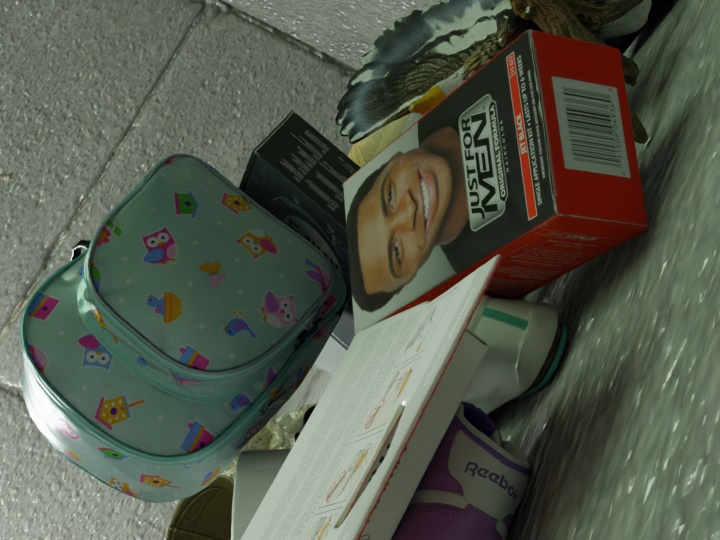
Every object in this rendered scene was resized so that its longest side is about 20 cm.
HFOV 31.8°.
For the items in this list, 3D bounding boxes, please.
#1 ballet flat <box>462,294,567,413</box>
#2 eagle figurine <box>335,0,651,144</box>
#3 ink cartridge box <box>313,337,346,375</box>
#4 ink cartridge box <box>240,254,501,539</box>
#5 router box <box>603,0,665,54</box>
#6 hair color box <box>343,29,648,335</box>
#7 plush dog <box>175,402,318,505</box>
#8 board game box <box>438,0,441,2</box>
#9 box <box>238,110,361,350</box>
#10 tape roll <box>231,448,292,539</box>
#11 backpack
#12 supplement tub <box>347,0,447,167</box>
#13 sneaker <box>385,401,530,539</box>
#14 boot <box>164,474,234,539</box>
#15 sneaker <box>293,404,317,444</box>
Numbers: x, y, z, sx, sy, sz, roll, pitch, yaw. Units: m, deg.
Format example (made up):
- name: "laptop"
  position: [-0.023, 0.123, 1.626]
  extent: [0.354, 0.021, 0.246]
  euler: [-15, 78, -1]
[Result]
- name: "ballet flat"
  position: [0.055, 0.061, 0.736]
  extent: [0.070, 0.069, 0.200]
  euler: [-66, 3, -27]
- name: "eagle figurine"
  position: [0.082, -0.113, 0.788]
  extent: [0.200, 0.149, 0.153]
  euler: [134, 143, -63]
- name: "ink cartridge box"
  position: [0.029, 0.014, 1.326]
  extent: [0.146, 0.083, 0.200]
  euler: [-62, 4, 29]
- name: "ink cartridge box"
  position: [-0.001, 0.103, 0.571]
  extent: [0.201, 0.045, 0.176]
  euler: [-60, 12, -23]
- name: "router box"
  position: [0.206, -0.249, 0.798]
  extent: [0.150, 0.051, 0.200]
  euler: [-64, 3, -26]
- name: "hair color box"
  position: [0.064, -0.037, 0.690]
  extent: [0.200, 0.061, 0.103]
  euler: [-36, 54, 55]
- name: "plush dog"
  position: [-0.075, 0.189, 1.219]
  extent: [0.171, 0.161, 0.201]
  euler: [-20, -28, -37]
- name: "board game box"
  position: [0.107, -0.169, 1.138]
  extent: [0.150, 0.047, 0.201]
  euler: [-2, 53, 43]
- name: "box"
  position: [0.000, 0.000, 0.883]
  extent: [0.044, 0.200, 0.160]
  euler: [-48, -3, -25]
- name: "tape roll"
  position: [-0.055, 0.214, 0.803]
  extent: [0.203, 0.037, 0.205]
  euler: [177, 90, -89]
- name: "backpack"
  position: [-0.121, 0.039, 0.824]
  extent: [0.200, 0.175, 0.153]
  euler: [-51, -3, -25]
- name: "supplement tub"
  position: [0.067, -0.083, 0.950]
  extent: [0.201, 0.143, 0.145]
  euler: [-62, 4, 32]
- name: "sneaker"
  position: [0.031, 0.127, 0.657]
  extent: [0.115, 0.072, 0.200]
  euler: [-62, 13, -19]
- name: "boot"
  position: [-0.100, 0.254, 1.058]
  extent: [0.155, 0.071, 0.202]
  euler: [-18, -71, -70]
- name: "sneaker"
  position: [-0.005, 0.124, 0.864]
  extent: [0.076, 0.088, 0.200]
  euler: [-41, 0, -13]
